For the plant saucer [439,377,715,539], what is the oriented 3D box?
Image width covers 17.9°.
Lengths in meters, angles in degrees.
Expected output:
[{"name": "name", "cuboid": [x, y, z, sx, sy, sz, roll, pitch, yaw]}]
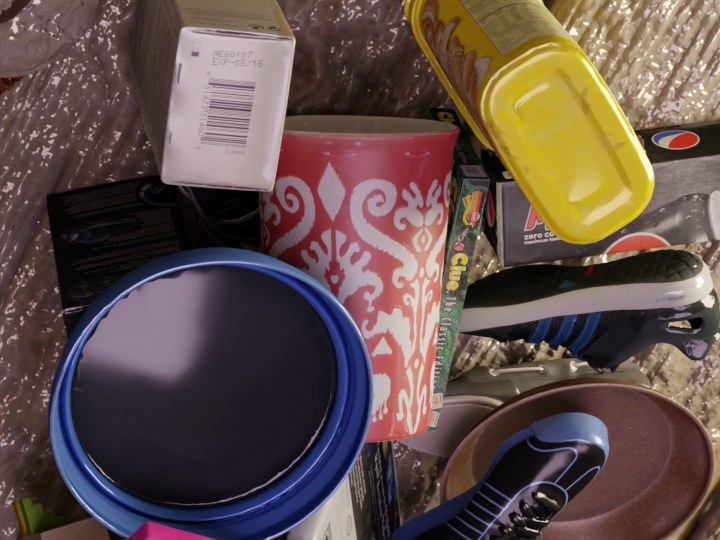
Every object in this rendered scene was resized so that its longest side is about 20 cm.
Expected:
[{"name": "plant saucer", "cuboid": [0.155, 0.142, 1.652, 0.200, 0.037, 0.200, -3, 132, -4]}]

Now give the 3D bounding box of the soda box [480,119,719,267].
[{"name": "soda box", "cuboid": [0.188, -0.055, 1.602, 0.200, 0.063, 0.071, -7, 115, -8]}]

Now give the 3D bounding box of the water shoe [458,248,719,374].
[{"name": "water shoe", "cuboid": [0.153, 0.040, 1.591, 0.200, 0.072, 0.079, -7, 113, 30]}]

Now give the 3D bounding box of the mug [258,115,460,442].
[{"name": "mug", "cuboid": [0.008, 0.001, 1.503, 0.177, 0.133, 0.200, -10, 104, -54]}]

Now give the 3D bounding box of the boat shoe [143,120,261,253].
[{"name": "boat shoe", "cuboid": [-0.077, -0.038, 1.555, 0.071, 0.064, 0.200, -39, 116, 7]}]

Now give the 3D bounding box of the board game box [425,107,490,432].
[{"name": "board game box", "cuboid": [0.049, 0.000, 1.564, 0.023, 0.105, 0.200, 4, 120, -13]}]

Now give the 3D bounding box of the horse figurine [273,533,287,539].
[{"name": "horse figurine", "cuboid": [-0.062, 0.223, 1.665, 0.050, 0.133, 0.200, 25, 114, 24]}]

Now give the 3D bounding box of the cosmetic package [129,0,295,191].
[{"name": "cosmetic package", "cuboid": [-0.096, -0.134, 1.432, 0.073, 0.200, 0.104, 4, 114, -13]}]

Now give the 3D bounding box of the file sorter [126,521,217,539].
[{"name": "file sorter", "cuboid": [-0.080, 0.265, 1.428, 0.200, 0.125, 0.139, 19, 134, -30]}]

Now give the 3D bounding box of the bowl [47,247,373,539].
[{"name": "bowl", "cuboid": [-0.093, 0.079, 1.397, 0.200, 0.039, 0.201, -6, 114, -13]}]

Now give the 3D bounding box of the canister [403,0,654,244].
[{"name": "canister", "cuboid": [0.109, -0.116, 1.481, 0.087, 0.200, 0.149, -32, 116, 3]}]

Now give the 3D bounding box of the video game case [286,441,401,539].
[{"name": "video game case", "cuboid": [-0.008, 0.192, 1.594, 0.023, 0.182, 0.200, 7, 132, 15]}]

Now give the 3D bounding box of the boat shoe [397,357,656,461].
[{"name": "boat shoe", "cuboid": [0.116, 0.097, 1.669, 0.200, 0.057, 0.067, -1, 132, -7]}]

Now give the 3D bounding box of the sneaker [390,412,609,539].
[{"name": "sneaker", "cuboid": [0.101, 0.181, 1.603, 0.070, 0.078, 0.200, 31, 122, -31]}]

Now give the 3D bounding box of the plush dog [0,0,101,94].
[{"name": "plush dog", "cuboid": [-0.231, -0.192, 1.422, 0.200, 0.160, 0.172, -44, 138, 9]}]

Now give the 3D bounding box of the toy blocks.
[{"name": "toy blocks", "cuboid": [-0.158, 0.188, 1.582, 0.137, 0.200, 0.100, -16, 86, -15]}]

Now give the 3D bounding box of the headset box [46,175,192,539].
[{"name": "headset box", "cuboid": [-0.144, 0.057, 1.510, 0.093, 0.200, 0.174, -11, 115, -6]}]
